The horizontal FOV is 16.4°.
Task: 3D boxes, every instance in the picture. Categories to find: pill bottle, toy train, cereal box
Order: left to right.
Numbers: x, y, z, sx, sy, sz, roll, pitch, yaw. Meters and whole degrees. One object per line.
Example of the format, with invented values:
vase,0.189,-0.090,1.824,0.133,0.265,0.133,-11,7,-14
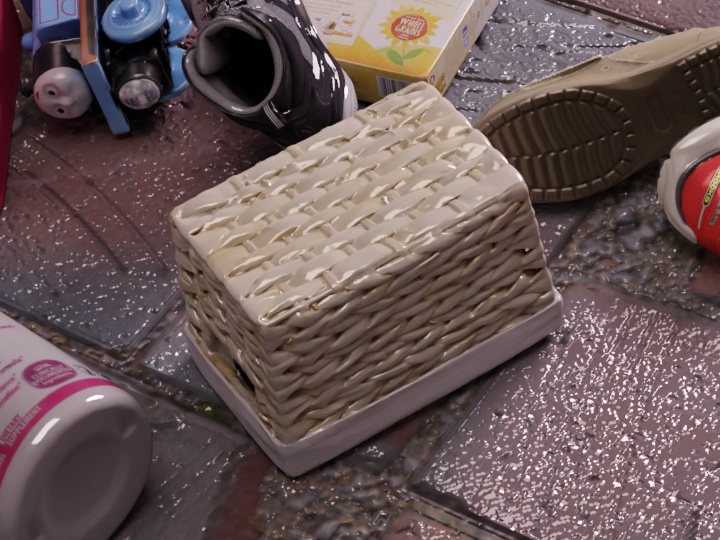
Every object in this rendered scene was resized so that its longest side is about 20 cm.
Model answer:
pill bottle,-0.225,0.079,1.443,0.199,0.114,0.113,29,58,32
toy train,-0.177,-0.178,1.699,0.114,0.087,0.201,-15,48,9
cereal box,0.023,-0.197,1.705,0.143,0.040,0.200,14,51,23

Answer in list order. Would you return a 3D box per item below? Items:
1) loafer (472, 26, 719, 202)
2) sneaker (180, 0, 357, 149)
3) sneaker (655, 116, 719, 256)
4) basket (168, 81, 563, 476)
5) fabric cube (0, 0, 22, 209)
loafer,0.161,-0.099,1.569,0.199,0.076,0.068,-17,16,3
sneaker,-0.081,-0.164,1.600,0.075,0.114,0.201,-37,73,15
sneaker,0.277,-0.071,1.529,0.199,0.077,0.085,-33,61,-10
basket,0.000,0.000,1.467,0.199,0.124,0.136,-29,48,-15
fabric cube,-0.340,-0.160,1.629,0.195,0.200,0.201,-6,46,4
